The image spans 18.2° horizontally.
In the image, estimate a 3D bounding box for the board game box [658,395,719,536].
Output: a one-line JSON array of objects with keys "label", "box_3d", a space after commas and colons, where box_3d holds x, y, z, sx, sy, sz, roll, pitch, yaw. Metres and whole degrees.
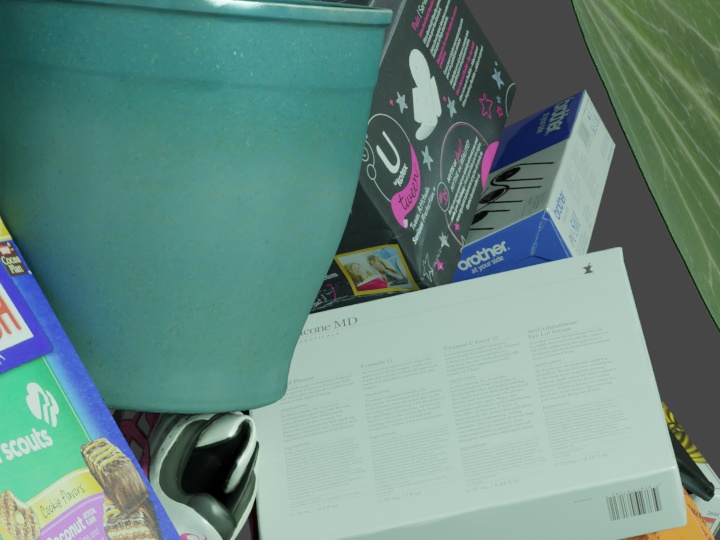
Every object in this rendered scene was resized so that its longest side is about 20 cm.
[{"label": "board game box", "box_3d": [0.093, 0.086, 1.236, 0.200, 0.035, 0.126, 13, 26, -27]}]

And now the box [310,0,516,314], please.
[{"label": "box", "box_3d": [-0.012, -0.070, 1.248, 0.115, 0.132, 0.200, 57, 34, -29]}]

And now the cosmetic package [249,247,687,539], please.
[{"label": "cosmetic package", "box_3d": [0.047, 0.075, 1.104, 0.052, 0.200, 0.151, 73, 7, -46]}]

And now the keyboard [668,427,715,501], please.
[{"label": "keyboard", "box_3d": [0.119, 0.059, 1.249, 0.104, 0.040, 0.200, 39, 10, -32]}]

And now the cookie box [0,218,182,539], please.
[{"label": "cookie box", "box_3d": [-0.166, 0.084, 0.909, 0.200, 0.075, 0.171, 59, 22, 6]}]

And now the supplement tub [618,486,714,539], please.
[{"label": "supplement tub", "box_3d": [0.081, 0.180, 1.147, 0.123, 0.200, 0.123, 46, 24, -27]}]

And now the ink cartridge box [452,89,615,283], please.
[{"label": "ink cartridge box", "box_3d": [0.089, -0.037, 1.306, 0.044, 0.094, 0.200, 60, 21, -15]}]

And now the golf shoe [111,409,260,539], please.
[{"label": "golf shoe", "box_3d": [-0.076, 0.095, 1.070, 0.073, 0.092, 0.200, 48, 21, -17]}]

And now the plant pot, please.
[{"label": "plant pot", "box_3d": [-0.091, -0.036, 1.041, 0.200, 0.200, 0.188, -14, 110, -68]}]

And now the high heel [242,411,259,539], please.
[{"label": "high heel", "box_3d": [-0.039, 0.123, 1.144, 0.096, 0.067, 0.200, 59, 4, -25]}]
